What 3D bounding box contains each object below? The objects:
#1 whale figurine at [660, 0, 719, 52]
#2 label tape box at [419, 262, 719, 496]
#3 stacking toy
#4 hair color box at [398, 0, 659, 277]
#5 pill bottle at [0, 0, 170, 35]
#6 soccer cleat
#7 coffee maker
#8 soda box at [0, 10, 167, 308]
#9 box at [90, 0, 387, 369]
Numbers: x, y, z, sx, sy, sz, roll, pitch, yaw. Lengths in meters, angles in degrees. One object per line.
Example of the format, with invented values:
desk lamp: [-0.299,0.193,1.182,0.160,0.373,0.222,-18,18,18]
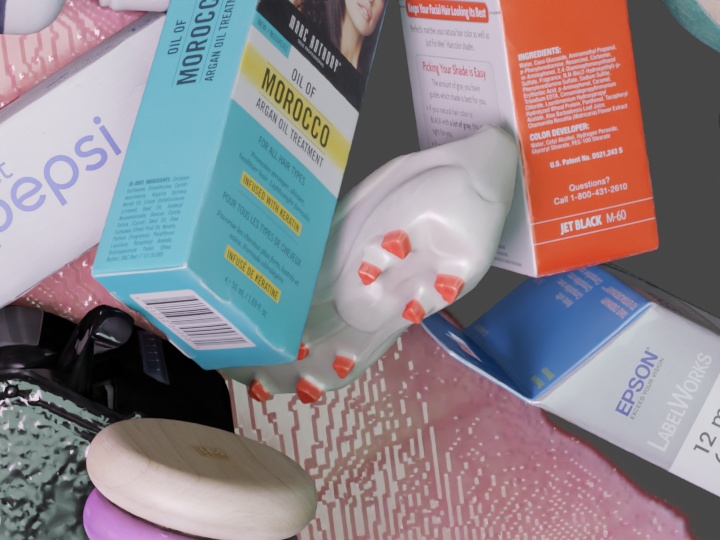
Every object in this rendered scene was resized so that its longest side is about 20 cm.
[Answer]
whale figurine: [0.206,-0.161,1.228,0.199,0.104,0.160,-19,93,-28]
label tape box: [0.123,0.040,1.209,0.200,0.143,0.066,28,94,-13]
stacking toy: [-0.078,0.160,1.038,0.085,0.085,0.201,12,101,-9]
hair color box: [0.064,-0.106,1.195,0.064,0.111,0.201,-13,101,-19]
pill bottle: [-0.175,-0.155,1.160,0.199,0.111,0.111,4,98,-8]
soccer cleat: [0.000,0.000,1.190,0.069,0.200,0.078,43,53,-14]
coffee maker: [-0.100,0.106,1.166,0.135,0.200,0.192,-40,101,2]
soda box: [-0.148,-0.031,1.207,0.200,0.063,0.068,-34,101,-1]
box: [-0.043,-0.067,1.146,0.082,0.049,0.201,42,53,-45]
